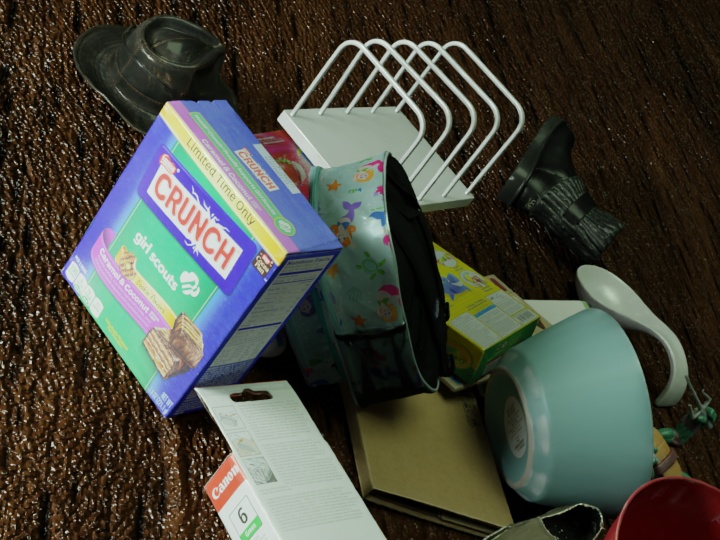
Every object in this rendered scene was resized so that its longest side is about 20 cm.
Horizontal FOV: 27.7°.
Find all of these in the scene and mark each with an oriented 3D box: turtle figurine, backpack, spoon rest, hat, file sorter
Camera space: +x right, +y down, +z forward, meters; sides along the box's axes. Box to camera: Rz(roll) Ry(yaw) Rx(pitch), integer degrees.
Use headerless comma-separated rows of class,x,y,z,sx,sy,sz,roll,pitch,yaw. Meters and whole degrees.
turtle figurine,0.318,0.195,1.511,0.150,0.101,0.201,-36,94,-41
backpack,0.000,0.000,1.305,0.149,0.201,0.178,-6,41,7
spoon rest,0.326,0.066,1.731,0.099,0.061,0.201,2,47,-46
hat,-0.194,-0.217,1.523,0.200,0.081,0.201,28,31,-18
file sorter,0.048,-0.149,1.456,0.139,0.125,0.199,50,31,20

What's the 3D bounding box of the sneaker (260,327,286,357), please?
sneaker,-0.114,-0.021,1.323,0.075,0.105,0.200,-7,52,-51

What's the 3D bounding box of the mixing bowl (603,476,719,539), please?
mixing bowl,0.278,0.296,1.300,0.199,0.108,0.201,17,53,-23

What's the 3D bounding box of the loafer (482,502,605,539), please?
loafer,0.141,0.246,1.265,0.199,0.070,0.075,-21,63,-45

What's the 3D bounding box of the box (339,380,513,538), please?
box,0.055,0.151,1.360,0.163,0.021,0.201,21,35,-28

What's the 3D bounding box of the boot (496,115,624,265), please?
boot,0.272,-0.101,1.871,0.157,0.080,0.211,33,41,3

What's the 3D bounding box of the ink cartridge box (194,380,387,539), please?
ink cartridge box,-0.060,0.182,1.168,0.109,0.050,0.201,0,47,-46

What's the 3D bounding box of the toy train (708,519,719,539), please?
toy train,0.382,0.304,1.395,0.115,0.084,0.202,-2,80,-62

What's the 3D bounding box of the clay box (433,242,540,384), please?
clay box,0.069,0.025,1.467,0.199,0.048,0.115,35,33,24

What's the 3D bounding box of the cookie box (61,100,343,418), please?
cookie box,-0.135,-0.010,1.192,0.075,0.200,0.171,-11,55,-53

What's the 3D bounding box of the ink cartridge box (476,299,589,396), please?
ink cartridge box,0.181,0.094,1.552,0.199,0.048,0.146,1,44,-26

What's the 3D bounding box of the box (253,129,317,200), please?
box,-0.063,-0.076,1.458,0.096,0.100,0.200,48,31,15

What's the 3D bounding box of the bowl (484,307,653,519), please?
bowl,0.184,0.141,1.376,0.104,0.202,0.202,-6,46,-15

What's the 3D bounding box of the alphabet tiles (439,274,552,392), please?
alphabet tiles,0.107,0.051,1.504,0.199,0.008,0.167,-13,45,-44
